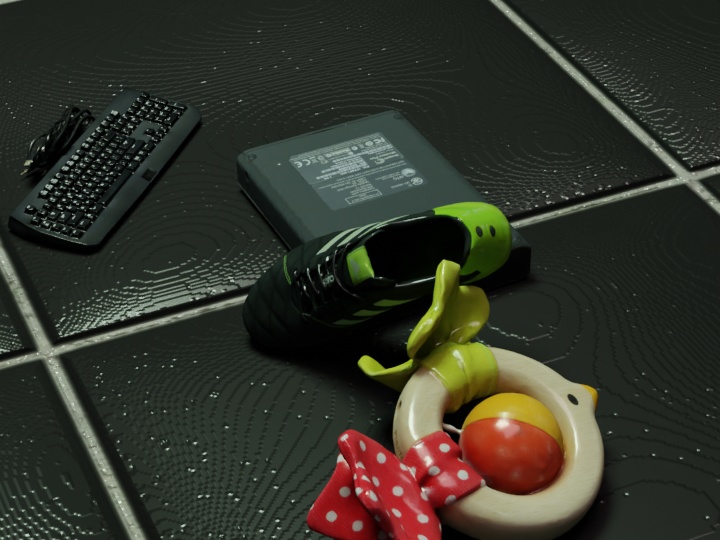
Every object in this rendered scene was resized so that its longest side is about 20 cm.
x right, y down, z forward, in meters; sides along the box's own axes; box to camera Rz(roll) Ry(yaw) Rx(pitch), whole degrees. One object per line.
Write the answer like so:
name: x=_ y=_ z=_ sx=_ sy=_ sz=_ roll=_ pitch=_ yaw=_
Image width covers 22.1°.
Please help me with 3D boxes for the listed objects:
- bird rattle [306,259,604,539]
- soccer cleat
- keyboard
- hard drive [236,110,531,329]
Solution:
bird rattle: x=0.066 y=0.097 z=1.074 sx=0.162 sy=0.113 sz=0.201 roll=17 pitch=39 yaw=-4
soccer cleat: x=0.000 y=0.000 z=1.168 sx=0.199 sy=0.068 sz=0.081 roll=-20 pitch=-9 yaw=26
keyboard: x=-0.202 y=-0.091 z=1.384 sx=0.103 sy=0.040 sz=0.200 roll=11 pitch=37 yaw=15
hard drive: x=0.013 y=-0.041 z=1.316 sx=0.139 sy=0.033 sz=0.200 roll=-17 pitch=39 yaw=-21
